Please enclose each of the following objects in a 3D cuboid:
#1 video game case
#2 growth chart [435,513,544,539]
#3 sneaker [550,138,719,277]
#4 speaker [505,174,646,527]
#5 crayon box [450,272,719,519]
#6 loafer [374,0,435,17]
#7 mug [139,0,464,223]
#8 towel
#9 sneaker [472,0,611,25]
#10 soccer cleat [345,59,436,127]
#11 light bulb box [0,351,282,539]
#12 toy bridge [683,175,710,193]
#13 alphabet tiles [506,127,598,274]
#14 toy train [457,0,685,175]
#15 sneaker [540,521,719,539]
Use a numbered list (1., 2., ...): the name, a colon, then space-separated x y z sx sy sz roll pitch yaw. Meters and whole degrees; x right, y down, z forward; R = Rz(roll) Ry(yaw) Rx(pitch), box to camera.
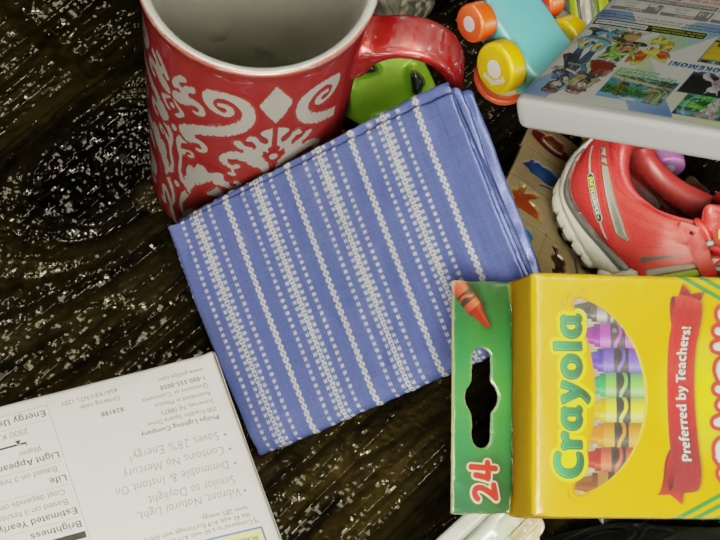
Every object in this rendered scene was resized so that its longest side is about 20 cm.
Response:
1. video game case: 0.215 -0.118 1.515 0.199 0.022 0.182 12 40 31
2. growth chart: 0.078 0.222 1.431 0.145 0.018 0.200 -39 65 17
3. sneaker: 0.187 0.001 1.500 0.200 0.085 0.077 48 36 13
4. speaker: 0.118 0.046 1.544 0.081 0.081 0.200 -25 64 -19
5. crayon box: 0.147 0.067 1.428 0.199 0.051 0.128 1 84 -12
6. loafer: 0.021 -0.190 1.637 0.069 0.070 0.200 22 15 7
7. mug: -0.047 -0.096 1.544 0.177 0.200 0.133 36 62 15
8. towel: 0.000 0.000 1.505 0.199 0.024 0.145 -25 84 26
9. sneaker: 0.107 -0.195 1.696 0.080 0.074 0.201 -4 58 -4
10. soccer cleat: -0.030 -0.153 1.660 0.200 0.081 0.068 40 98 -2
11. light bulb box: -0.140 0.176 1.415 0.197 0.125 0.201 -14 62 -14
12. toy bridge: 0.241 0.032 1.564 0.200 0.027 0.067 44 40 9
13. alphabet tiles: 0.151 -0.007 1.559 0.166 0.006 0.200 34 35 -6
14. toy train: 0.142 -0.122 1.609 0.199 0.056 0.151 27 50 -10
15. sneaker: 0.171 0.194 1.462 0.198 0.115 0.076 0 17 23
